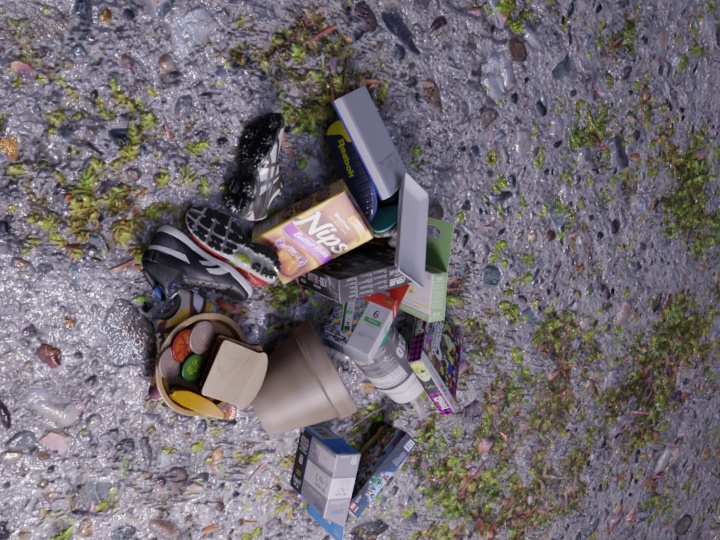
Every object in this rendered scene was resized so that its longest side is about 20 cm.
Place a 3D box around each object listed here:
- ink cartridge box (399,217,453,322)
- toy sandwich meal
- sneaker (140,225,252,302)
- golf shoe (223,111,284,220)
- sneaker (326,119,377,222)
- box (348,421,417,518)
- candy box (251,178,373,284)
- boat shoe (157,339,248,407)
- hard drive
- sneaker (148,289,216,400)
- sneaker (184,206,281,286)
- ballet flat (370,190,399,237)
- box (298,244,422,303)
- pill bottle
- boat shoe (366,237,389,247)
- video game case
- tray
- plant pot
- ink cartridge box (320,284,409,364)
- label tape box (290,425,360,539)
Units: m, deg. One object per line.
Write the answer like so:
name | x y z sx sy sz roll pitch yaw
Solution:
ink cartridge box | 0.127 -0.009 1.571 0.048 0.145 0.202 -5 106 -31
toy sandwich meal | -0.259 0.172 1.311 0.204 0.070 0.207 -11 106 -40
sneaker | -0.292 0.023 1.305 0.199 0.073 0.112 37 60 -19
golf shoe | -0.176 -0.187 1.366 0.094 0.077 0.202 21 92 -54
sneaker | -0.001 -0.190 1.448 0.082 0.073 0.202 -11 89 -60
box | 0.022 0.424 1.620 0.038 0.136 0.200 46 75 -15
candy box | -0.090 -0.071 1.398 0.199 0.057 0.117 -28 122 11
boat shoe | -0.278 0.201 1.385 0.199 0.072 0.063 -35 103 -28
hard drive | 0.023 -0.245 1.430 0.201 0.025 0.132 63 29 -11
sneaker | -0.341 0.129 1.334 0.090 0.075 0.201 33 77 -28
sneaker | -0.240 -0.033 1.353 0.200 0.085 0.077 39 51 -17
ballet flat | 0.062 -0.112 1.491 0.072 0.071 0.201 57 26 -32
box | 0.000 0.000 1.478 0.199 0.157 0.050 -16 111 -32
pill bottle | 0.053 0.186 1.594 0.113 0.113 0.200 -48 125 -14
boat shoe | -0.036 -0.079 1.490 0.199 0.076 0.074 19 99 -31
video game case | 0.167 0.181 1.649 0.182 0.036 0.201 58 31 -33
tray | 0.094 -0.075 1.427 0.107 0.022 0.202 33 56 -52
plant pot | -0.127 0.222 1.448 0.172 0.200 0.201 -28 119 -6
ink cartridge box | 0.013 0.078 1.504 0.201 0.108 0.051 -60 162 -27
label tape box | -0.081 0.442 1.550 0.063 0.144 0.202 6 99 -36
